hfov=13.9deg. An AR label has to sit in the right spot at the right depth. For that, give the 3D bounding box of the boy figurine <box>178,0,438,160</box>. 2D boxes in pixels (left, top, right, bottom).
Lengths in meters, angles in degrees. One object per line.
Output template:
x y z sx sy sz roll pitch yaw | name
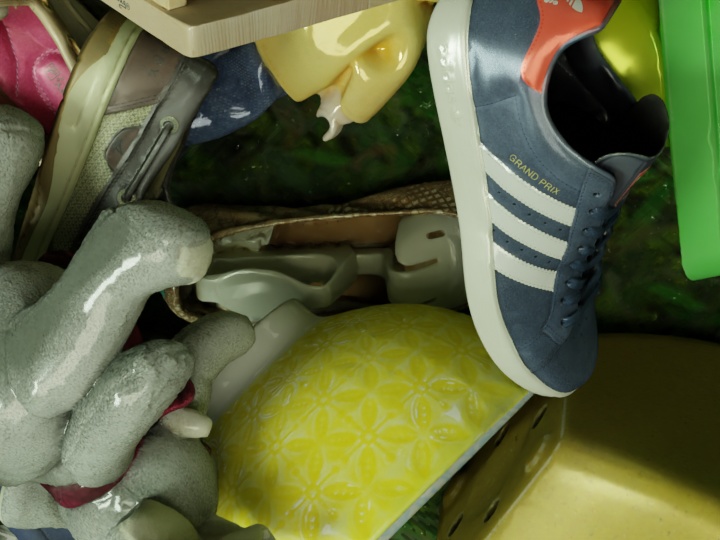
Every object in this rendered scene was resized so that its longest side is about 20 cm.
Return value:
-0.019 -0.125 1.307 0.200 0.064 0.124 -28 97 13 | boy figurine

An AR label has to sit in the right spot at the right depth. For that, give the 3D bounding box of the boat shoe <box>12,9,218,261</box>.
-0.110 -0.016 1.290 0.065 0.073 0.200 22 128 7 | boat shoe

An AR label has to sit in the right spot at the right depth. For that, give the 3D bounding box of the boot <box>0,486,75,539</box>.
-0.104 0.127 1.412 0.090 0.073 0.200 -38 134 -2 | boot

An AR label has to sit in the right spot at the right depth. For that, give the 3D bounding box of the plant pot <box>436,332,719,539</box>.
0.144 0.142 1.385 0.200 0.194 0.196 33 115 -9 | plant pot

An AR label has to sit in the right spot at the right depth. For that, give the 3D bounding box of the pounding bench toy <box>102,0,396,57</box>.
-0.070 -0.204 1.194 0.124 0.200 0.156 -18 123 -29 | pounding bench toy

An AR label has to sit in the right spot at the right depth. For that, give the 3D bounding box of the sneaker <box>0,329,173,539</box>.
-0.174 0.087 1.428 0.200 0.089 0.074 -41 139 -3 | sneaker

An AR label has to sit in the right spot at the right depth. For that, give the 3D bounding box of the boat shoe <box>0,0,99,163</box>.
-0.172 -0.117 1.312 0.074 0.069 0.200 -40 111 20 | boat shoe

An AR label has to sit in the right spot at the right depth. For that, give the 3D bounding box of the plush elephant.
-0.105 0.056 1.215 0.155 0.165 0.200 25 86 -44 | plush elephant

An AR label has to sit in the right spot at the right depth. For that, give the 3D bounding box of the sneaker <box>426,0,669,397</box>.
0.088 -0.030 1.212 0.084 0.075 0.200 2 128 25 | sneaker

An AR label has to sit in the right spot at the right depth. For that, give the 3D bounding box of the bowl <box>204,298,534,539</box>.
-0.021 0.078 1.321 0.108 0.200 0.200 44 114 5 | bowl

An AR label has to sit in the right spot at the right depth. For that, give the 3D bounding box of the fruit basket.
0.142 -0.105 1.274 0.215 0.156 0.216 14 125 22 | fruit basket

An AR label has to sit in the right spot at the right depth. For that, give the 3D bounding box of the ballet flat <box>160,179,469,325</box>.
0.000 0.000 1.374 0.200 0.065 0.071 -7 116 5 | ballet flat
